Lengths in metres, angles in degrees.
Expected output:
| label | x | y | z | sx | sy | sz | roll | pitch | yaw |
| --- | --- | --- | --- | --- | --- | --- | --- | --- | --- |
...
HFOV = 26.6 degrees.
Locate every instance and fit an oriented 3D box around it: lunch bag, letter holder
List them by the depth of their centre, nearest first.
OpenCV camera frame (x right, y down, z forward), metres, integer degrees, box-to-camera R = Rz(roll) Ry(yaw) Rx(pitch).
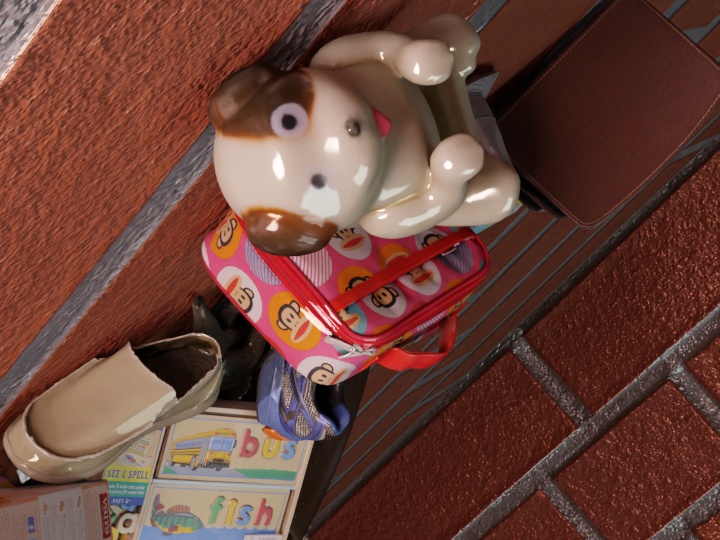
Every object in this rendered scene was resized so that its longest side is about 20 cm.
| label | x | y | z | sx | sy | sz | roll | pitch | yaw |
| --- | --- | --- | --- | --- | --- | --- | --- | --- | --- |
| lunch bag | 0.000 | 0.000 | 1.118 | 0.200 | 0.176 | 0.082 | -29 | 165 | -49 |
| letter holder | 0.229 | -0.136 | 1.419 | 0.200 | 0.142 | 0.101 | -46 | 170 | -6 |

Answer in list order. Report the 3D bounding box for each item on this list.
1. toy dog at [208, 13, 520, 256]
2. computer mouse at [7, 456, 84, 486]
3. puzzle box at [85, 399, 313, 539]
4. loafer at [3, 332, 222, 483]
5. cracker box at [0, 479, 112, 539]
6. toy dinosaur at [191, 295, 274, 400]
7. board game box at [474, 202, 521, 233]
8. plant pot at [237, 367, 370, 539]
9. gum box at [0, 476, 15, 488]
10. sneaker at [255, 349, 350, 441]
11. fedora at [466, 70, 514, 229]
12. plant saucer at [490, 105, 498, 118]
| label | x | y | z | sx | sy | sz | roll | pitch | yaw |
| --- | --- | --- | --- | --- | --- | --- | --- | --- | --- |
| toy dog | -0.015 | -0.081 | 0.928 | 0.194 | 0.140 | 0.200 | -6 | -174 | 23 |
| computer mouse | -0.236 | 0.163 | 1.291 | 0.138 | 0.053 | 0.200 | -36 | 169 | -28 |
| puzzle box | -0.134 | 0.172 | 1.273 | 0.200 | 0.025 | 0.133 | 8 | 100 | -37 |
| loafer | -0.182 | 0.093 | 1.151 | 0.200 | 0.076 | 0.068 | -28 | 154 | -45 |
| cracker box | -0.273 | 0.187 | 1.069 | 0.134 | 0.058 | 0.200 | -7 | 176 | 12 |
| toy dinosaur | -0.110 | 0.067 | 1.289 | 0.102 | 0.077 | 0.200 | -54 | 174 | -2 |
| board game box | 0.142 | -0.095 | 1.601 | 0.200 | 0.047 | 0.151 | -30 | 165 | -48 |
| plant pot | -0.080 | 0.135 | 1.456 | 0.200 | 0.187 | 0.187 | -52 | 175 | -23 |
| gum box | -0.313 | 0.257 | 1.190 | 0.200 | 0.113 | 0.066 | -34 | 145 | -35 |
| sneaker | -0.034 | 0.047 | 1.248 | 0.075 | 0.078 | 0.200 | -14 | 109 | -49 |
| fedora | 0.071 | -0.078 | 1.289 | 0.177 | 0.090 | 0.200 | -48 | 168 | 34 |
| plant saucer | 0.060 | -0.079 | 1.452 | 0.200 | 0.019 | 0.070 | -43 | 170 | 5 |
